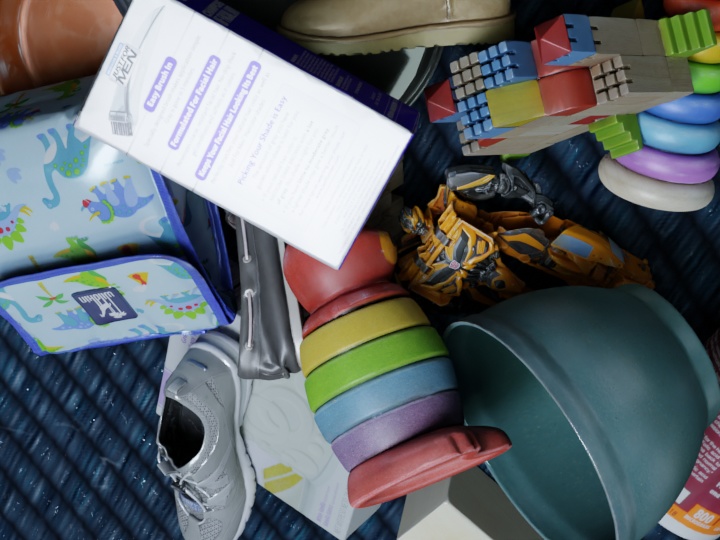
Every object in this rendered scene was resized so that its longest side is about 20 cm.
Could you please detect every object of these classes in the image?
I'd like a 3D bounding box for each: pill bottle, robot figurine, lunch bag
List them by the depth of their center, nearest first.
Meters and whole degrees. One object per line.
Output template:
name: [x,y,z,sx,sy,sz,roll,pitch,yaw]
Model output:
lunch bag: [-0.197,-0.034,1.152,0.169,0.128,0.201,-9,116,15]
robot figurine: [0.116,0.001,1.166,0.199,0.058,0.145,22,121,-22]
pill bottle: [0.294,0.103,1.175,0.114,0.114,0.200,34,120,-8]

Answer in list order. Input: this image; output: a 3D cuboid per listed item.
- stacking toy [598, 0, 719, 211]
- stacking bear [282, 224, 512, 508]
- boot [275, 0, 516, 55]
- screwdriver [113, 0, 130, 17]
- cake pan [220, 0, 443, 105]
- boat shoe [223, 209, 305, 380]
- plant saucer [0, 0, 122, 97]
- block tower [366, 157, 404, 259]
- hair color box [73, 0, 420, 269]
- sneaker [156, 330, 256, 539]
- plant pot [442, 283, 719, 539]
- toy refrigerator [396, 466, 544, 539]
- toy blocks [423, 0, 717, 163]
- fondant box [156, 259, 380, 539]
stacking toy: [0.228,-0.147,1.081,0.085,0.085,0.202,12,113,4]
stacking bear: [0.008,0.053,1.089,0.113,0.121,0.201,-26,76,18]
boot: [0.023,-0.251,1.031,0.174,0.066,0.202,-6,109,-7]
screwdriver: [-0.132,-0.145,1.104,0.028,0.029,0.201,-32,86,9]
cake pan: [-0.035,-0.180,1.106,0.198,0.037,0.202,0,110,0]
boat shoe: [-0.081,-0.016,1.156,0.056,0.067,0.202,-12,75,0]
plant saucer: [-0.185,-0.168,1.169,0.198,0.032,0.202,4,118,8]
block tower: [0.000,0.000,1.202,0.054,0.058,0.202,17,122,30]
hair color box: [-0.073,-0.099,1.017,0.199,0.065,0.110,28,110,-5]
sneaker: [-0.133,0.145,1.212,0.074,0.082,0.201,19,125,28]
plant pot: [0.169,0.092,1.103,0.134,0.200,0.201,-30,115,-17]
toy refrigerator: [0.125,0.252,1.312,0.200,0.076,0.070,42,118,-13]
toy blocks: [0.121,-0.122,1.044,0.199,0.136,0.101,-18,81,46]
fondant box: [-0.062,0.100,1.228,0.199,0.058,0.145,32,129,21]
